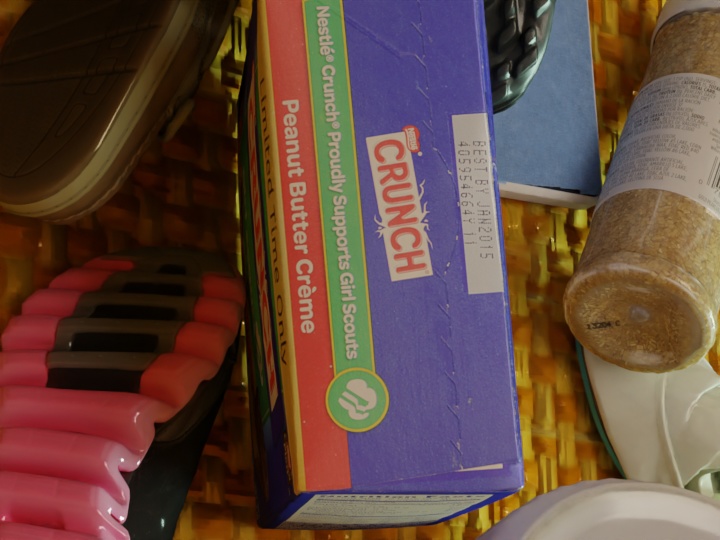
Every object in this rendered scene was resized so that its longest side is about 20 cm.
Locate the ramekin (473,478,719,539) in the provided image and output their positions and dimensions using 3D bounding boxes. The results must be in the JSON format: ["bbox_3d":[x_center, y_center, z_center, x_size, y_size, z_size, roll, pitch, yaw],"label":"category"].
[{"bbox_3d":[0.104,0.170,0.931,0.202,0.094,0.203,14,50,-17],"label":"ramekin"}]

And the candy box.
[{"bbox_3d":[0.000,0.000,0.846,0.077,0.200,0.169,-3,81,-7],"label":"candy box"}]

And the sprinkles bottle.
[{"bbox_3d":[0.145,-0.047,1.105,0.068,0.068,0.200,52,42,-29],"label":"sprinkles bottle"}]

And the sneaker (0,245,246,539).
[{"bbox_3d":[-0.088,0.079,0.832,0.095,0.079,0.200,80,25,-45],"label":"sneaker"}]

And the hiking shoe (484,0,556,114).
[{"bbox_3d":[0.033,-0.151,0.975,0.087,0.074,0.200,68,8,-76],"label":"hiking shoe"}]

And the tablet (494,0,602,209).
[{"bbox_3d":[0.057,-0.130,1.078,0.130,0.014,0.200,7,75,-48],"label":"tablet"}]

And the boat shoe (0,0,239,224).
[{"bbox_3d":[-0.073,-0.086,0.875,0.063,0.073,0.201,56,34,-37],"label":"boat shoe"}]

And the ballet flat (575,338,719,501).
[{"bbox_3d":[0.158,0.098,1.104,0.069,0.069,0.200,-31,105,-48],"label":"ballet flat"}]
